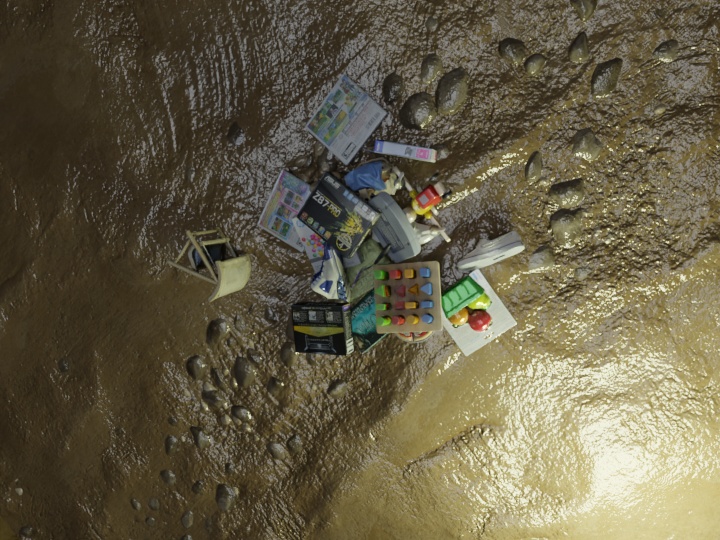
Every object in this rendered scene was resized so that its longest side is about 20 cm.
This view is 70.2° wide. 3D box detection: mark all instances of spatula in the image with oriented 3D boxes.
[{"bbox_3d":[0.030,-0.016,1.523,0.021,0.057,0.200,42,125,-7],"label":"spatula"}]

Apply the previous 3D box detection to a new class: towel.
[{"bbox_3d":[0.000,0.000,1.608,0.199,0.036,0.149,-35,88,18],"label":"towel"}]

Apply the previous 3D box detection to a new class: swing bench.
[{"bbox_3d":[-0.463,-0.024,1.637,0.199,0.199,0.130,40,105,5],"label":"swing bench"}]

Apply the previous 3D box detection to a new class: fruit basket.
[{"bbox_3d":[0.332,0.125,1.525,0.185,0.094,0.201,-37,97,17],"label":"fruit basket"}]

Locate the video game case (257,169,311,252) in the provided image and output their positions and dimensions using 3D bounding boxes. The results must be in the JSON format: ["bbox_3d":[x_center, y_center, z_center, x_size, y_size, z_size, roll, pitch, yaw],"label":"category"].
[{"bbox_3d":[-0.216,-0.190,1.641,0.181,0.024,0.202,30,105,8],"label":"video game case"}]

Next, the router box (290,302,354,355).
[{"bbox_3d":[-0.123,0.185,1.638,0.197,0.052,0.160,-1,98,27],"label":"router box"}]

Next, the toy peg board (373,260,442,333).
[{"bbox_3d":[0.127,0.078,1.473,0.196,0.098,0.203,-4,86,18],"label":"toy peg board"}]

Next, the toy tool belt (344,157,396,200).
[{"bbox_3d":[0.008,-0.261,1.520,0.198,0.123,0.127,-18,87,16],"label":"toy tool belt"}]

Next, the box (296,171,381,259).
[{"bbox_3d":[-0.062,-0.157,1.452,0.199,0.049,0.162,40,105,12],"label":"box"}]

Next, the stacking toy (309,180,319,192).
[{"bbox_3d":[-0.090,-0.177,1.576,0.084,0.086,0.202,-11,113,15],"label":"stacking toy"}]

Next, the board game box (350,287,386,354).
[{"bbox_3d":[0.038,0.149,1.592,0.200,0.028,0.136,-44,73,27],"label":"board game box"}]

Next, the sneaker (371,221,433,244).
[{"bbox_3d":[0.127,-0.125,1.527,0.197,0.071,0.081,3,130,12],"label":"sneaker"}]

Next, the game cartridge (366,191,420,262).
[{"bbox_3d":[0.088,-0.123,1.460,0.041,0.133,0.201,-36,98,-27],"label":"game cartridge"}]

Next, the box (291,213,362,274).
[{"bbox_3d":[-0.099,-0.095,1.553,0.154,0.041,0.202,-15,111,17],"label":"box"}]

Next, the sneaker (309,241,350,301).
[{"bbox_3d":[-0.104,0.013,1.539,0.113,0.081,0.202,-6,120,11],"label":"sneaker"}]

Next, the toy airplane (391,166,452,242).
[{"bbox_3d":[0.171,-0.187,1.458,0.141,0.200,0.200,-38,44,-5],"label":"toy airplane"}]

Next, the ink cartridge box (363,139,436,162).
[{"bbox_3d":[0.116,-0.348,1.483,0.197,0.119,0.043,10,102,13],"label":"ink cartridge box"}]

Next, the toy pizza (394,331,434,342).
[{"bbox_3d":[0.146,0.124,1.557,0.198,0.032,0.203,8,104,35],"label":"toy pizza"}]

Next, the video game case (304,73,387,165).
[{"bbox_3d":[-0.045,-0.457,1.559,0.182,0.022,0.200,42,106,5],"label":"video game case"}]

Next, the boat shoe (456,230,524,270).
[{"bbox_3d":[0.372,-0.061,1.497,0.198,0.071,0.071,-23,65,20],"label":"boat shoe"}]
